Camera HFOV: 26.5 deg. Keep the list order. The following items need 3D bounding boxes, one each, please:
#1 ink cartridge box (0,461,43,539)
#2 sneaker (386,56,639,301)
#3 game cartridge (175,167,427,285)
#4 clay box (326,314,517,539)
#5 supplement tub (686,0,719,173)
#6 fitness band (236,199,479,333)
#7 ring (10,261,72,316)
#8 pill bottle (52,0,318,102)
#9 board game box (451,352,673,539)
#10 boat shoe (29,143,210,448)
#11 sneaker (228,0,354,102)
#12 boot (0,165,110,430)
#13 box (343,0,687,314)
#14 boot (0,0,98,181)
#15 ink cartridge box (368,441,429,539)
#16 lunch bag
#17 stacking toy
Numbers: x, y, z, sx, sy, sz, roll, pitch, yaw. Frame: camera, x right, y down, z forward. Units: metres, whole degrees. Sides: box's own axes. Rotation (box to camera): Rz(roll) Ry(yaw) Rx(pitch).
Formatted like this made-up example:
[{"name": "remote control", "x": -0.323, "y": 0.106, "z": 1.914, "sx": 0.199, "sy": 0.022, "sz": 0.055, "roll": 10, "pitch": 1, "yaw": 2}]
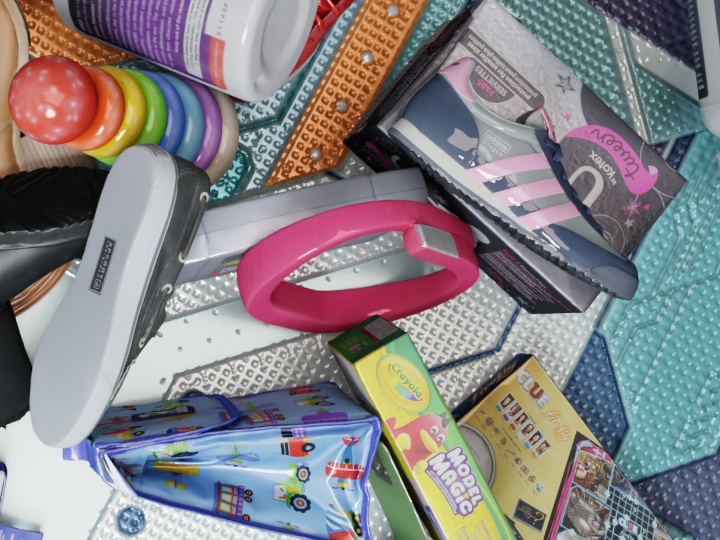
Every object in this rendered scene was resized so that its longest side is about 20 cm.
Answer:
[{"name": "ink cartridge box", "x": -0.315, "y": 0.185, "z": 1.016, "sx": 0.199, "sy": 0.076, "sz": 0.137, "roll": 12, "pitch": 87, "yaw": -12}, {"name": "sneaker", "x": 0.118, "y": -0.061, "z": 1.011, "sx": 0.200, "sy": 0.070, "sz": 0.082, "roll": 37, "pitch": 89, "yaw": -9}, {"name": "game cartridge", "x": -0.058, "y": -0.028, "z": 1.053, "sx": 0.199, "sy": 0.133, "sz": 0.041, "roll": -13, "pitch": 82, "yaw": -13}, {"name": "clay box", "x": 0.049, "y": 0.132, "z": 1.047, "sx": 0.047, "sy": 0.115, "sz": 0.201, "roll": -30, "pitch": 99, "yaw": -6}, {"name": "supplement tub", "x": 0.319, "y": -0.178, "z": 1.145, "sx": 0.139, "sy": 0.140, "sz": 0.201, "roll": -8, "pitch": 91, "yaw": -14}, {"name": "fitness band", "x": 0.000, "y": 0.000, "z": 1.040, "sx": 0.143, "sy": 0.200, "sz": 0.038, "roll": -21, "pitch": 72, "yaw": 21}, {"name": "ring", "x": -0.288, "y": -0.055, "z": 1.057, "sx": 0.199, "sy": 0.019, "sz": 0.202, "roll": 0, "pitch": 89, "yaw": -15}, {"name": "pill bottle", "x": -0.137, "y": -0.198, "z": 1.024, "sx": 0.199, "sy": 0.111, "sz": 0.112, "roll": 23, "pitch": 83, "yaw": 14}, {"name": "board game box", "x": 0.135, "y": 0.182, "z": 1.147, "sx": 0.135, "sy": 0.035, "sz": 0.200, "roll": -39, "pitch": 98, "yaw": -11}, {"name": "boat shoe", "x": -0.147, "y": 0.020, "z": 0.956, "sx": 0.056, "sy": 0.069, "sz": 0.201, "roll": 14, "pitch": 101, "yaw": -46}, {"name": "sneaker", "x": -0.030, "y": -0.208, "z": 1.073, "sx": 0.078, "sy": 0.115, "sz": 0.200, "roll": 38, "pitch": 81, "yaw": -10}, {"name": "boot", "x": -0.238, "y": 0.028, "z": 1.007, "sx": 0.197, "sy": 0.073, "sz": 0.163, "roll": -16, "pitch": 128, "yaw": -18}, {"name": "box", "x": 0.111, "y": -0.080, "z": 1.106, "sx": 0.200, "sy": 0.115, "sz": 0.132, "roll": 42, "pitch": 80, "yaw": -10}, {"name": "boot", "x": -0.285, "y": -0.116, "z": 1.020, "sx": 0.155, "sy": 0.077, "sz": 0.201, "roll": -27, "pitch": 103, "yaw": -10}, {"name": "ink cartridge box", "x": 0.027, "y": 0.211, "z": 1.063, "sx": 0.048, "sy": 0.145, "sz": 0.201, "roll": -29, "pitch": 95, "yaw": -11}, {"name": "lunch bag", "x": -0.101, "y": 0.126, "z": 1.029, "sx": 0.199, "sy": 0.151, "sz": 0.095, "roll": 4, "pitch": 94, "yaw": -13}, {"name": "stacking toy", "x": -0.160, "y": -0.100, "z": 0.995, "sx": 0.085, "sy": 0.200, "sz": 0.086, "roll": -1, "pitch": 87, "yaw": 24}]
